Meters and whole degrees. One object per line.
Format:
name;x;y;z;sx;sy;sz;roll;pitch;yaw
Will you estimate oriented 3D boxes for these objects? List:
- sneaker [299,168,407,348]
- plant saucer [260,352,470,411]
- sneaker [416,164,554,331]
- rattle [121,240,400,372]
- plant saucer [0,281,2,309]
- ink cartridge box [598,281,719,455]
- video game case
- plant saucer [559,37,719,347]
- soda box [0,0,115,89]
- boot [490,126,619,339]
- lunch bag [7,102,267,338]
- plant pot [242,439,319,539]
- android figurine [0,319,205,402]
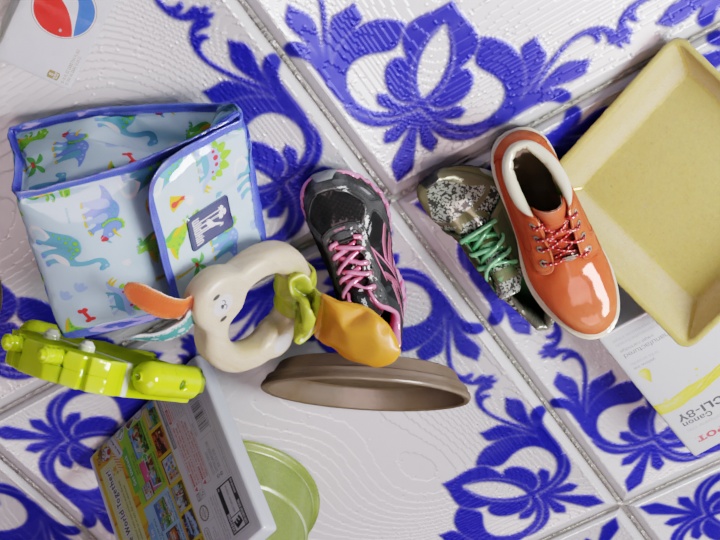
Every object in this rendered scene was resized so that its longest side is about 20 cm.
sneaker;0.000;0.000;1.335;0.079;0.095;0.200;-15;127;10
plant saucer;0.006;0.106;1.398;0.200;0.030;0.200;3;167;1
sneaker;0.127;-0.018;1.335;0.077;0.089;0.200;-35;123;21
rattle;-0.087;0.054;1.245;0.130;0.143;0.200;-49;154;20
plant saucer;-0.433;0.026;1.356;0.200;0.035;0.200;-3;128;-4
ink cartridge box;0.330;0.067;1.423;0.145;0.083;0.200;-31;124;17
video game case;-0.177;0.214;1.428;0.182;0.200;0.023;-43;145;25
plant saucer;0.287;-0.069;1.288;0.200;0.048;0.200;46;119;9
soda box;-0.215;-0.243;1.143;0.068;0.064;0.200;22;122;-20
boot;0.167;-0.027;1.264;0.075;0.107;0.200;-26;95;4
lunch bag;-0.184;-0.049;1.267;0.200;0.128;0.170;-14;132;-7
plant pot;-0.136;0.310;1.507;0.200;0.190;0.200;-3;129;-4
android figurine;-0.236;0.084;1.336;0.200;0.182;0.041;17;88;-54
